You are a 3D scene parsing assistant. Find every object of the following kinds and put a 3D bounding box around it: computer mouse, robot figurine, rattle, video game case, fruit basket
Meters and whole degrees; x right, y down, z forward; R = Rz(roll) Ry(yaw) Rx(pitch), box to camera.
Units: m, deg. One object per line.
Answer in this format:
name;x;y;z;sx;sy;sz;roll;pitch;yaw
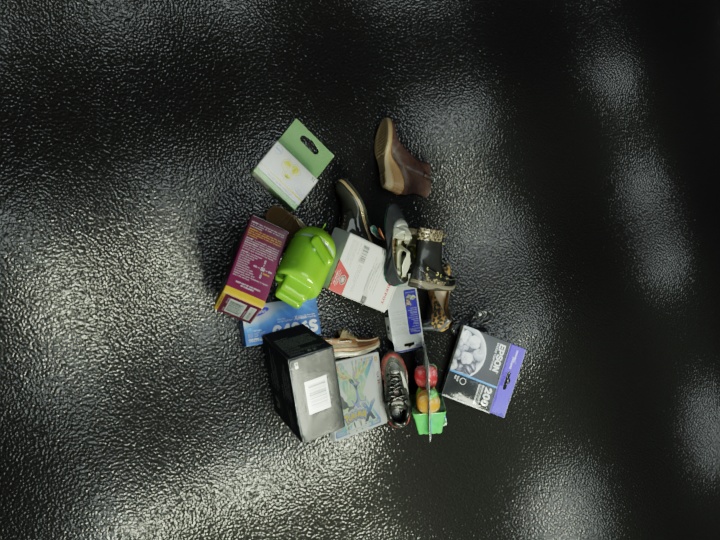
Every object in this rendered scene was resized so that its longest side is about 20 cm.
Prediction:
computer mouse;0.344;0.219;1.803;0.135;0.053;0.205;-23;87;-7
robot figurine;-0.127;-0.016;1.499;0.114;0.176;0.204;28;58;-9
rattle;0.102;-0.047;1.689;0.197;0.129;0.146;-13;129;-49
video game case;-0.011;0.313;1.612;0.197;0.022;0.189;-5;86;-47
fruit basket;0.177;0.304;1.636;0.090;0.185;0.207;3;99;1

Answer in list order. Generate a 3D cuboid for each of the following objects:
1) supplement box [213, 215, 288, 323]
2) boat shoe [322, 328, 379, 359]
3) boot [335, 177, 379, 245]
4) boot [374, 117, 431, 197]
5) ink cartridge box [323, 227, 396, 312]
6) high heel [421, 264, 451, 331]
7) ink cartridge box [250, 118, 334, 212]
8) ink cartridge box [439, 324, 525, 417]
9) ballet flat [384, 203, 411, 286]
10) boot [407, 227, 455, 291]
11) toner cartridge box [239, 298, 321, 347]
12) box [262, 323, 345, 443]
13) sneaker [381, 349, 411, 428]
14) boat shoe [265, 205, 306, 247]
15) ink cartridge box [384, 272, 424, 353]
supplement box;-0.255;0.000;1.492;0.101;0.131;0.205;22;65;-13
boat shoe;-0.040;0.184;1.625;0.194;0.075;0.074;-8;85;-26
boot;-0.049;-0.121;1.655;0.136;0.077;0.204;-29;96;-19
boot;0.121;-0.308;1.764;0.162;0.072;0.207;3;82;-36
ink cartridge box;0.000;0.000;1.615;0.197;0.082;0.151;24;89;-37
high heel;0.230;0.071;1.719;0.070;0.142;0.205;27;74;-18
ink cartridge box;-0.166;-0.274;1.631;0.145;0.048;0.202;41;73;-14
ink cartridge box;0.339;0.278;1.750;0.194;0.043;0.204;19;87;-1
ballet flat;0.098;-0.062;1.578;0.071;0.073;0.207;-1;96;-23
boot;0.192;-0.028;1.635;0.197;0.072;0.156;3;94;-51
toner cartridge box;-0.199;0.124;1.576;0.194;0.043;0.098;-8;86;-24
box;-0.134;0.254;1.483;0.114;0.199;0.203;-14;106;-24
sneaker;0.093;0.310;1.645;0.068;0.098;0.208;-6;91;1
boat shoe;-0.159;-0.084;1.613;0.073;0.063;0.200;-44;101;6
ink cartridge box;0.112;0.114;1.719;0.097;0.039;0.207;-6;86;-24
